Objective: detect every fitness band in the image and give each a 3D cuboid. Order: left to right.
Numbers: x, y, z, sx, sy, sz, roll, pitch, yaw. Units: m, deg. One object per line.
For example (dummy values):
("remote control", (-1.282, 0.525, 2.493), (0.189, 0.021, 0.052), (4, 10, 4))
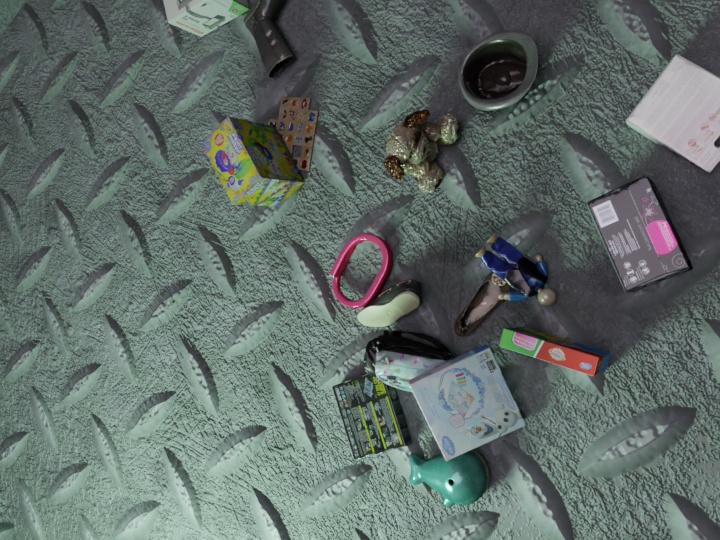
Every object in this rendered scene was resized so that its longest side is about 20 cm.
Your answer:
("fitness band", (0.000, 0.000, 1.700), (0.144, 0.037, 0.200), (32, 100, 27))

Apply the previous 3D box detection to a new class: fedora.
("fedora", (0.327, -0.447, 1.497), (0.200, 0.090, 0.177), (-8, 83, 36))

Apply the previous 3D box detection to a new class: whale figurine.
("whale figurine", (0.197, 0.481, 1.541), (0.200, 0.104, 0.159), (-1, 89, 28))

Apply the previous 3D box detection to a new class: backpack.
("backpack", (0.120, 0.224, 1.576), (0.200, 0.167, 0.127), (11, 103, 16))

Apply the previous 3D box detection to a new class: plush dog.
("plush dog", (0.125, -0.300, 1.563), (0.160, 0.172, 0.200), (26, 103, 28))

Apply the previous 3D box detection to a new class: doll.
("doll", (0.354, 0.009, 1.478), (0.200, 0.048, 0.136), (40, 87, 8))

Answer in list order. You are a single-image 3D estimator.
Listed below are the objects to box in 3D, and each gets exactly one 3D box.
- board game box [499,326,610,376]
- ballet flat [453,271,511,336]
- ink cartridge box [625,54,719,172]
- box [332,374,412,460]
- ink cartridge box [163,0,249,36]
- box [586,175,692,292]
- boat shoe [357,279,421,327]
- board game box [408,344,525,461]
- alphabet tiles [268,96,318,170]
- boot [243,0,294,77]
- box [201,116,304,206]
("board game box", (0.416, 0.169, 1.396), (0.200, 0.153, 0.040), (16, 95, 29))
("ballet flat", (0.284, 0.075, 1.534), (0.067, 0.046, 0.200), (45, 109, 23))
("ink cartridge box", (0.671, -0.315, 1.324), (0.200, 0.050, 0.161), (41, 108, 20))
("box", (0.028, 0.368, 1.678), (0.160, 0.044, 0.200), (-24, 77, 27))
("ink cartridge box", (-0.453, -0.783, 1.925), (0.200, 0.145, 0.084), (-17, 82, 29))
("box", (0.568, -0.070, 1.335), (0.132, 0.115, 0.200), (-26, 75, 28))
("boat shoe", (0.075, 0.085, 1.651), (0.074, 0.063, 0.201), (42, 131, -21))
("board game box", (0.240, 0.299, 1.483), (0.199, 0.043, 0.200), (-25, 95, 3))
("alphabet tiles", (-0.197, -0.388, 1.848), (0.167, 0.008, 0.200), (12, 94, 30))
("boot", (-0.240, -0.674, 1.842), (0.182, 0.073, 0.200), (-42, 62, 37))
("box", (-0.290, -0.292, 1.785), (0.122, 0.193, 0.200), (-36, 74, 27))
